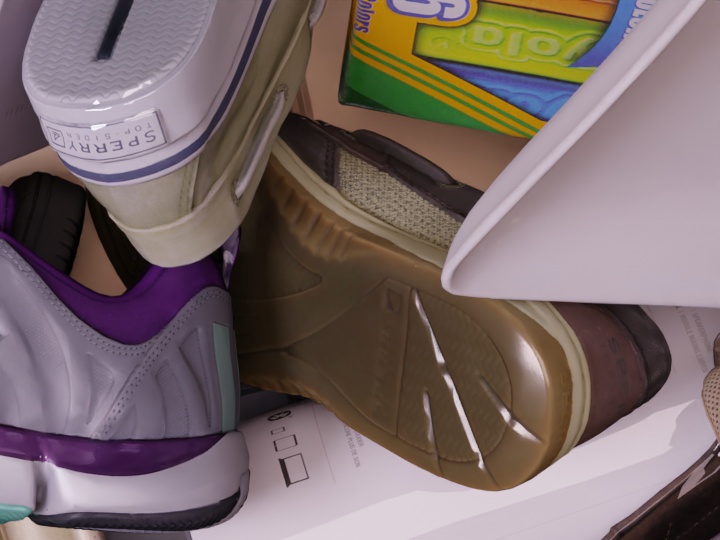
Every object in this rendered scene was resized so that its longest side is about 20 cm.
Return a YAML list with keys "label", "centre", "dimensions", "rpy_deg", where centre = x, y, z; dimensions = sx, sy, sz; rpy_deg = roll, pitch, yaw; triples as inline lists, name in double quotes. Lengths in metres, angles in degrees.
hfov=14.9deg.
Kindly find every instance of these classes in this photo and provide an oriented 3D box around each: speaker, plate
- label: "speaker"
  centre: [0.051, 0.055, 0.781]
  dimensions: [0.200, 0.081, 0.081]
  rpy_deg: [-19, 90, -1]
- label: "plate"
  centre: [0.141, -0.057, 0.655]
  dimensions: [0.199, 0.200, 0.032]
  rpy_deg: [2, 54, -34]

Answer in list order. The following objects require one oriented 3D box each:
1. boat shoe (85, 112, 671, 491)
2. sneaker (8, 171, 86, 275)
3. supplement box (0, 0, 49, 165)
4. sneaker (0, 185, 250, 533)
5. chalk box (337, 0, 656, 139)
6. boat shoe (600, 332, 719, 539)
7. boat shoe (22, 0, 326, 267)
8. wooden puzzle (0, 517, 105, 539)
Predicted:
- label: "boat shoe"
  centre: [0.001, -0.001, 0.756]
  dimensions: [0.066, 0.201, 0.072]
  rpy_deg: [-8, 117, -41]
- label: "sneaker"
  centre: [-0.160, 0.050, 0.789]
  dimensions: [0.104, 0.060, 0.200]
  rpy_deg: [23, 92, -3]
- label: "supplement box"
  centre: [-0.172, -0.095, 0.744]
  dimensions: [0.200, 0.109, 0.061]
  rpy_deg: [25, 107, 9]
- label: "sneaker"
  centre: [-0.127, 0.021, 0.703]
  dimensions: [0.200, 0.074, 0.088]
  rpy_deg: [4, 83, -17]
- label: "chalk box"
  centre: [0.104, -0.109, 0.739]
  dimensions: [0.200, 0.124, 0.125]
  rpy_deg: [9, 59, 0]
- label: "boat shoe"
  centre: [0.119, 0.049, 0.702]
  dimensions: [0.073, 0.075, 0.200]
  rpy_deg: [37, 103, -11]
- label: "boat shoe"
  centre: [-0.039, -0.085, 0.736]
  dimensions: [0.072, 0.062, 0.200]
  rpy_deg: [3, 45, 20]
- label: "wooden puzzle"
  centre: [-0.171, 0.081, 0.747]
  dimensions: [0.200, 0.037, 0.185]
  rpy_deg: [-17, 96, 3]
